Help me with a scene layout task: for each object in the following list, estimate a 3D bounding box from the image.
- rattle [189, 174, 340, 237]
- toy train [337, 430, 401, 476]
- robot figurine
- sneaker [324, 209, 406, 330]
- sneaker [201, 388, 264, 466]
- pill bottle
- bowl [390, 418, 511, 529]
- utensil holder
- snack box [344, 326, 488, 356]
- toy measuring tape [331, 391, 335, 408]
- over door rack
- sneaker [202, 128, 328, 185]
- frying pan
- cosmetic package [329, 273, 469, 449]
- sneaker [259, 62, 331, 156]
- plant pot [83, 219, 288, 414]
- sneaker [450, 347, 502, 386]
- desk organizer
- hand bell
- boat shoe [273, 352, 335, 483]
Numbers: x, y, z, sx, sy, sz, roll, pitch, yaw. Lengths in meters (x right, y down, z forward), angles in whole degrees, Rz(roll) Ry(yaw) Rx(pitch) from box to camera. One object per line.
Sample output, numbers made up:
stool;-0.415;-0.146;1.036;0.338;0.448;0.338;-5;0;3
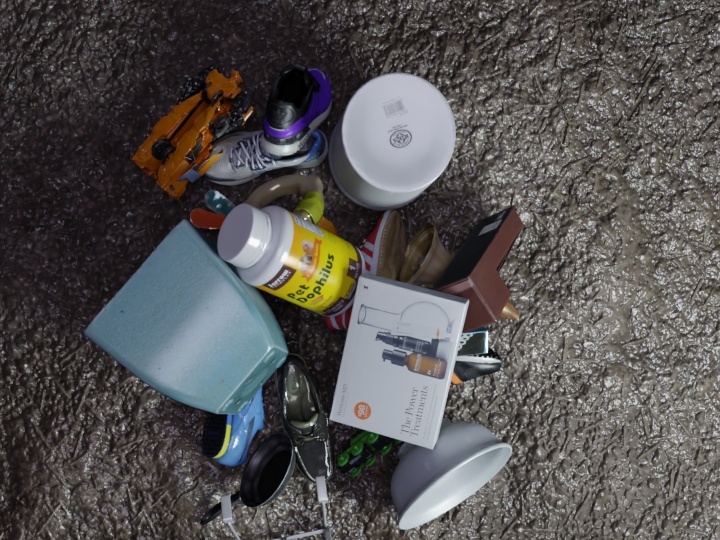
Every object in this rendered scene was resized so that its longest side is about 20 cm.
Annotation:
rattle;-0.136;-0.060;1.246;0.197;0.143;0.132;-17;58;10
toy train;0.041;0.231;1.218;0.199;0.057;0.042;-40;115;18
robot figurine;-0.236;-0.208;1.204;0.200;0.058;0.145;-48;54;-4
sneaker;0.000;0.000;1.237;0.111;0.071;0.203;-7;54;33
sneaker;-0.174;0.188;1.231;0.078;0.065;0.204;26;72;-43
pill bottle;-0.093;-0.017;1.118;0.198;0.109;0.111;25;86;-40
bowl;0.116;0.280;1.205;0.199;0.202;0.091;-32;62;-5
utensil holder;0.042;-0.178;1.179;0.166;0.200;0.174;0;90;-5
snack box;0.078;0.097;1.219;0.196;0.116;0.038;-6;104;-6
toy measuring tape;0.016;0.174;1.191;0.073;0.199;0.075;22;50;-29
over door rack;-0.112;0.374;1.168;0.145;0.202;0.067;-10;50;-6
sneaker;-0.144;-0.179;1.218;0.196;0.085;0.079;-15;91;-5
frying pan;-0.155;0.323;1.204;0.031;0.115;0.191;37;87;-28
cosmetic package;0.051;0.120;1.115;0.148;0.052;0.204;13;98;12
sneaker;-0.083;-0.254;1.174;0.068;0.202;0.101;14;132;6
plant pot;-0.211;0.088;1.132;0.200;0.196;0.197;41;86;11
sneaker;0.116;0.159;1.255;0.196;0.070;0.092;1;104;-5
desk organizer;0.184;-0.004;1.195;0.078;0.071;0.200;54;42;-14
hand bell;0.161;0.025;1.256;0.198;0.104;0.105;31;86;-16
boat shoe;-0.085;0.224;1.228;0.070;0.066;0.205;-15;91;-6
